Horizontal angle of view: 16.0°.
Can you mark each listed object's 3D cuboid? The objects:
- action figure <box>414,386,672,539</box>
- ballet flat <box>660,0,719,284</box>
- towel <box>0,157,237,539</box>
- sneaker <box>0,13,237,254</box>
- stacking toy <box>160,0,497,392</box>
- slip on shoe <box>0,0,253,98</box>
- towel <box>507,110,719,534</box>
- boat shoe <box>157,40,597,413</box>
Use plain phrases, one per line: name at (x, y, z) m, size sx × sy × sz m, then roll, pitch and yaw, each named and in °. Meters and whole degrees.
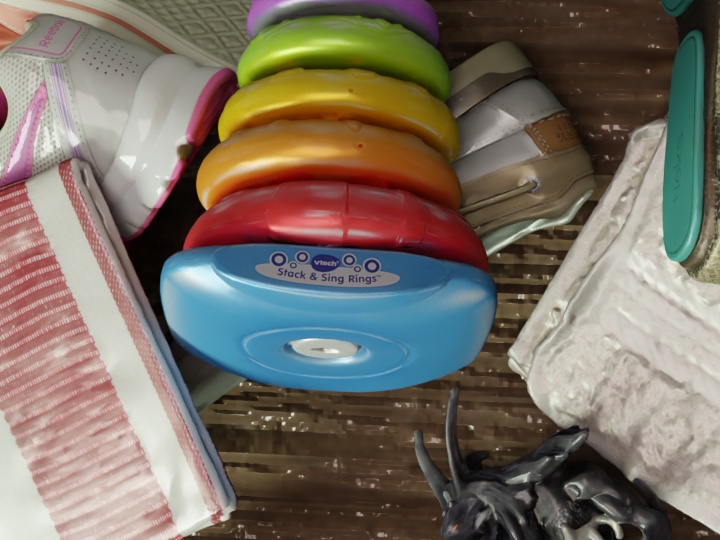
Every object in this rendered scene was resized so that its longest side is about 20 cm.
action figure at (0.086, 0.137, 0.958) m, size 0.200 × 0.102 × 0.119 m, roll 41°, pitch 133°, yaw 3°
ballet flat at (0.141, -0.092, 0.936) m, size 0.075 × 0.068 × 0.201 m, roll -2°, pitch 76°, yaw -12°
towel at (-0.151, 0.057, 0.957) m, size 0.199 × 0.023 × 0.145 m, roll -23°, pitch 93°, yaw 27°
sneaker at (-0.125, -0.029, 0.982) m, size 0.088 × 0.081 × 0.200 m, roll 34°, pitch 131°, yaw -4°
stacking toy at (-0.006, -0.066, 0.918) m, size 0.115 × 0.110 × 0.201 m, roll 4°, pitch 71°, yaw -1°
slip on shoe at (-0.082, -0.085, 1.005) m, size 0.199 × 0.074 × 0.061 m, roll 18°, pitch 123°, yaw 11°
towel at (0.164, 0.039, 0.965) m, size 0.199 × 0.034 × 0.133 m, roll 31°, pitch 103°, yaw 9°
boat shoe at (0.000, 0.000, 0.983) m, size 0.200 × 0.075 × 0.069 m, roll -39°, pitch 80°, yaw 14°
